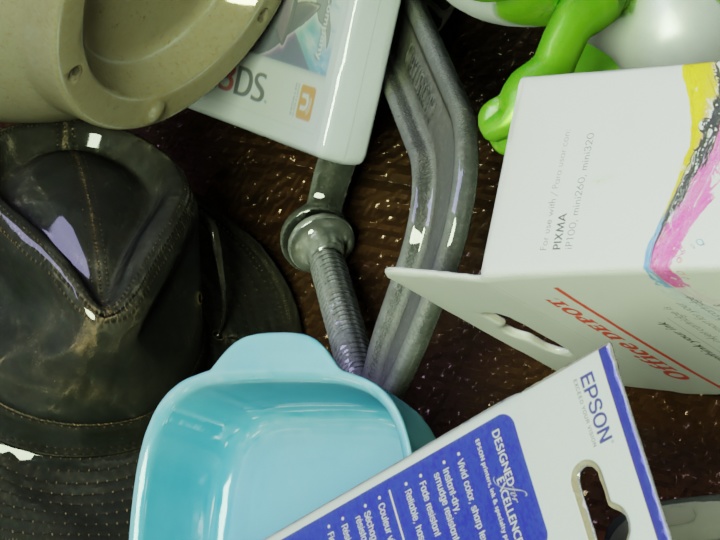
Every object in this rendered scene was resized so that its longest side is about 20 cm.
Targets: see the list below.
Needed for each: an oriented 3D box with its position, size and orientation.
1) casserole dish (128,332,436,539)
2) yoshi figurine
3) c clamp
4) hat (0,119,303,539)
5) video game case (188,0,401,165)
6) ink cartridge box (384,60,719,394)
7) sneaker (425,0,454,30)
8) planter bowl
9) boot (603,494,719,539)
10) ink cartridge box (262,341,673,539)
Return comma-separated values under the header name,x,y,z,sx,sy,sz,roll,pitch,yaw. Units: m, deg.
name,x,y,z,sx,sy,sz,roll,pitch,yaw
casserole dish,-0.021,0.121,0.834,0.121,0.039,0.202,-3,82,41
yoshi figurine,0.056,-0.085,0.869,0.112,0.199,0.113,6,72,60
c clamp,0.000,0.000,0.922,0.201,0.027,0.172,-102,26,-55
hat,-0.097,0.004,0.934,0.081,0.199,0.201,113,159,-43
video game case,-0.027,-0.152,0.975,0.182,0.023,0.202,23,102,59
ink cartridge box,0.118,-0.011,0.795,0.199,0.116,0.068,-2,68,40
sneaker,0.026,-0.145,1.040,0.200,0.079,0.089,-35,18,24
planter bowl,-0.102,-0.130,0.917,0.134,0.200,0.201,36,84,27
boot,0.134,0.134,0.705,0.203,0.073,0.155,-10,54,44
ink cartridge box,0.016,0.106,0.756,0.200,0.037,0.095,-34,61,36
